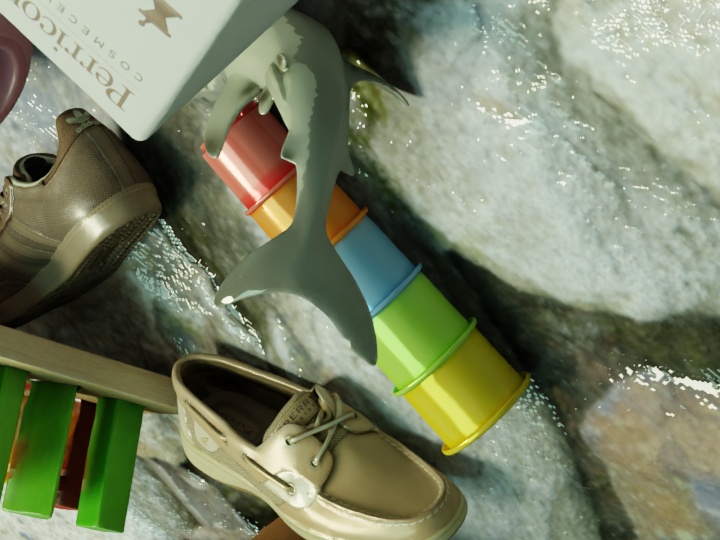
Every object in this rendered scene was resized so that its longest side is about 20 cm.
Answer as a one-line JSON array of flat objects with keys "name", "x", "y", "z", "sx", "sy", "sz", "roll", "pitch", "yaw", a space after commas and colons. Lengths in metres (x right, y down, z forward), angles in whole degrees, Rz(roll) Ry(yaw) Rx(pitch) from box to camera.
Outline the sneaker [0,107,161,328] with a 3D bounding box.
[{"name": "sneaker", "x": -0.176, "y": -0.028, "z": 1.133, "sx": 0.200, "sy": 0.070, "sz": 0.076, "roll": -35, "pitch": 81, "yaw": 51}]

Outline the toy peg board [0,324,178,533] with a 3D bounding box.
[{"name": "toy peg board", "x": -0.242, "y": 0.094, "z": 1.192, "sx": 0.199, "sy": 0.098, "sz": 0.200, "roll": -3, "pitch": 162, "yaw": 44}]

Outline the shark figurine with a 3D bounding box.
[{"name": "shark figurine", "x": -0.015, "y": -0.070, "z": 0.890, "sx": 0.089, "sy": 0.215, "sz": 0.128, "roll": 17, "pitch": 122, "yaw": -30}]

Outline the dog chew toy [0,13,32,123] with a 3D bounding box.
[{"name": "dog chew toy", "x": -0.269, "y": -0.144, "z": 1.044, "sx": 0.200, "sy": 0.124, "sz": 0.125, "roll": 35, "pitch": 145, "yaw": 23}]

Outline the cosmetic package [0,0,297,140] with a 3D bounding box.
[{"name": "cosmetic package", "x": -0.062, "y": -0.193, "z": 0.747, "sx": 0.167, "sy": 0.166, "sz": 0.200, "roll": 43, "pitch": 146, "yaw": -1}]

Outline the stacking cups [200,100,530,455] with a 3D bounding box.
[{"name": "stacking cups", "x": 0.000, "y": 0.000, "z": 0.984, "sx": 0.200, "sy": 0.061, "sz": 0.060, "roll": 49, "pitch": 145, "yaw": -6}]

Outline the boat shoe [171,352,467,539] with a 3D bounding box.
[{"name": "boat shoe", "x": -0.031, "y": 0.102, "z": 1.107, "sx": 0.199, "sy": 0.071, "sz": 0.065, "roll": 18, "pitch": 139, "yaw": 33}]

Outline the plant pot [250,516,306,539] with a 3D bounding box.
[{"name": "plant pot", "x": -0.019, "y": 0.228, "z": 1.169, "sx": 0.199, "sy": 0.140, "sz": 0.201, "roll": 25, "pitch": 141, "yaw": 22}]
